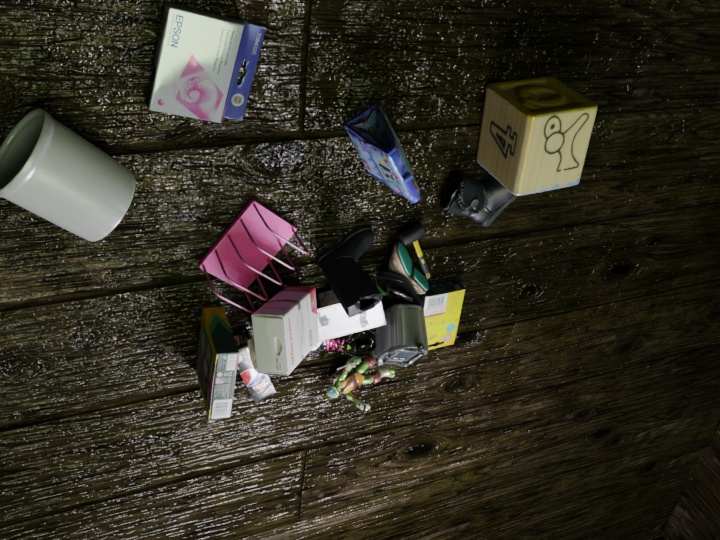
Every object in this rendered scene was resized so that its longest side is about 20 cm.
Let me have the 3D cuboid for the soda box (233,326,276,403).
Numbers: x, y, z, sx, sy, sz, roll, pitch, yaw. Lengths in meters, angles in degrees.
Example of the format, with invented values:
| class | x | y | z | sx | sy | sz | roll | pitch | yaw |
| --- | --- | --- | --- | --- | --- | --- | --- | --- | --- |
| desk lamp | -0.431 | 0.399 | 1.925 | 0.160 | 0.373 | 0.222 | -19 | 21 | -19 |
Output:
| class | x | y | z | sx | sy | sz | roll | pitch | yaw |
| --- | --- | --- | --- | --- | --- | --- | --- | --- | --- |
| soda box | -0.277 | 0.241 | 1.827 | 0.063 | 0.071 | 0.201 | -25 | 131 | -9 |

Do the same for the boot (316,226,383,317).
| class | x | y | z | sx | sy | sz | roll | pitch | yaw |
| --- | --- | --- | --- | --- | --- | --- | --- | --- | --- |
| boot | -0.001 | 0.001 | 1.709 | 0.164 | 0.200 | 0.066 | -35 | 133 | 0 |

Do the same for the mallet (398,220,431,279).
| class | x | y | z | sx | sy | sz | roll | pitch | yaw |
| --- | --- | --- | --- | --- | --- | --- | --- | --- | --- |
| mallet | 0.144 | -0.040 | 1.872 | 0.065 | 0.041 | 0.201 | -25 | 136 | -10 |

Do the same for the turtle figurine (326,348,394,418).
| class | x | y | z | sx | sy | sz | roll | pitch | yaw |
| --- | --- | --- | --- | --- | --- | --- | --- | --- | --- |
| turtle figurine | 0.014 | 0.299 | 1.960 | 0.193 | 0.145 | 0.200 | -30 | 173 | -27 |

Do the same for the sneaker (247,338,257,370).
| class | x | y | z | sx | sy | sz | roll | pitch | yaw |
| --- | --- | --- | --- | --- | --- | --- | --- | --- | --- |
| sneaker | -0.220 | 0.179 | 1.779 | 0.075 | 0.089 | 0.200 | -27 | 178 | 14 |

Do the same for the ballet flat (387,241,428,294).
| class | x | y | z | sx | sy | sz | roll | pitch | yaw |
| --- | --- | --- | --- | --- | --- | --- | --- | --- | --- |
| ballet flat | 0.110 | 0.004 | 1.867 | 0.067 | 0.069 | 0.200 | -15 | 136 | 23 |

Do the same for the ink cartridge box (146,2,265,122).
| class | x | y | z | sx | sy | sz | roll | pitch | yaw |
| --- | --- | --- | --- | --- | --- | --- | --- | --- | --- |
| ink cartridge box | -0.290 | -0.385 | 1.376 | 0.198 | 0.043 | 0.198 | 4 | 121 | -29 |

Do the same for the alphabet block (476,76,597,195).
| class | x | y | z | sx | sy | sz | roll | pitch | yaw |
| --- | --- | --- | --- | --- | --- | --- | --- | --- | --- |
| alphabet block | 0.406 | -0.318 | 1.696 | 0.194 | 0.197 | 0.202 | -12 | 128 | -22 |

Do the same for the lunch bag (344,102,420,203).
| class | x | y | z | sx | sy | sz | roll | pitch | yaw |
| --- | --- | --- | --- | --- | --- | --- | --- | --- | --- |
| lunch bag | 0.066 | -0.243 | 1.564 | 0.094 | 0.200 | 0.151 | -33 | 132 | -2 |

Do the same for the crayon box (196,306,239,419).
| class | x | y | z | sx | sy | sz | roll | pitch | yaw |
| --- | --- | --- | --- | --- | --- | --- | --- | --- | --- |
| crayon box | -0.340 | 0.216 | 1.705 | 0.058 | 0.173 | 0.202 | -1 | 125 | -23 |

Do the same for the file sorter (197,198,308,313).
| class | x | y | z | sx | sy | sz | roll | pitch | yaw |
| --- | --- | --- | --- | --- | --- | --- | --- | --- | --- |
| file sorter | -0.236 | -0.024 | 1.615 | 0.200 | 0.126 | 0.139 | -48 | 132 | 11 |

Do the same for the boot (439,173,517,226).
| class | x | y | z | sx | sy | sz | roll | pitch | yaw |
| --- | --- | --- | --- | --- | --- | --- | --- | --- | --- |
| boot | 0.306 | -0.207 | 1.804 | 0.167 | 0.077 | 0.201 | 17 | 120 | -40 |

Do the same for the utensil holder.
| class | x | y | z | sx | sy | sz | roll | pitch | yaw |
| --- | --- | --- | --- | --- | --- | --- | --- | --- | --- |
| utensil holder | -0.541 | -0.168 | 1.321 | 0.170 | 0.170 | 0.200 | -46 | 135 | 10 |

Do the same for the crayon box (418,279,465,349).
| class | x | y | z | sx | sy | sz | roll | pitch | yaw |
| --- | --- | --- | --- | --- | --- | --- | --- | --- | --- |
| crayon box | 0.213 | 0.129 | 2.021 | 0.126 | 0.051 | 0.202 | -9 | 127 | -22 |

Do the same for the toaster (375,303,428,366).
| class | x | y | z | sx | sy | sz | roll | pitch | yaw |
| --- | --- | --- | --- | --- | --- | --- | --- | --- | --- |
| toaster | 0.108 | 0.170 | 1.904 | 0.112 | 0.130 | 0.200 | 4 | 157 | -18 |

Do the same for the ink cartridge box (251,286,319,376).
| class | x | y | z | sx | sy | sz | roll | pitch | yaw |
| --- | --- | --- | --- | --- | --- | --- | --- | --- | --- |
| ink cartridge box | -0.171 | 0.136 | 1.679 | 0.084 | 0.200 | 0.147 | 2 | 108 | 16 |

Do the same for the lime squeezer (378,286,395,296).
| class | x | y | z | sx | sy | sz | roll | pitch | yaw |
| --- | --- | --- | --- | --- | --- | --- | --- | --- | --- |
| lime squeezer | 0.015 | 0.070 | 1.891 | 0.198 | 0.038 | 0.071 | -17 | 162 | -18 |

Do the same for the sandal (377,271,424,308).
| class | x | y | z | sx | sy | sz | roll | pitch | yaw |
| --- | --- | --- | --- | --- | --- | --- | --- | --- | --- |
| sandal | 0.109 | 0.064 | 1.878 | 0.200 | 0.076 | 0.043 | 46 | 59 | -43 |

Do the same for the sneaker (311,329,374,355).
| class | x | y | z | sx | sy | sz | roll | pitch | yaw |
| --- | --- | --- | --- | --- | --- | --- | --- | --- | --- |
| sneaker | -0.049 | 0.183 | 1.896 | 0.198 | 0.088 | 0.074 | -11 | 128 | -20 |

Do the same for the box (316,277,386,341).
| class | x | y | z | sx | sy | sz | roll | pitch | yaw |
| --- | --- | --- | --- | --- | --- | --- | --- | --- | --- |
| box | -0.042 | 0.103 | 1.827 | 0.198 | 0.060 | 0.117 | -15 | 130 | 1 |
